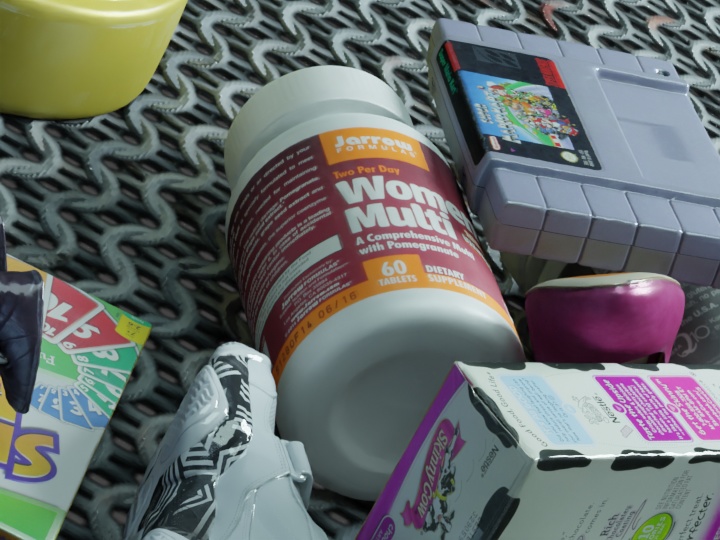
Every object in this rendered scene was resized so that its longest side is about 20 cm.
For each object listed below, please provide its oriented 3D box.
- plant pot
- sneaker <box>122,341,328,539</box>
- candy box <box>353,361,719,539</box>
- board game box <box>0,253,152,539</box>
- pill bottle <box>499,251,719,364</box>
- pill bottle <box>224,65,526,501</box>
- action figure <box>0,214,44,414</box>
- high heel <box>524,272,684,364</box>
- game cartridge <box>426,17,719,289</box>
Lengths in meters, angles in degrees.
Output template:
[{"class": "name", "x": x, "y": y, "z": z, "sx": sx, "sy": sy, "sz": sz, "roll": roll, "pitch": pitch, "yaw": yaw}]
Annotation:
[{"class": "plant pot", "x": -0.157, "y": -0.205, "z": 1.400, "sx": 0.200, "sy": 0.189, "sz": 0.201, "roll": 21, "pitch": 29, "yaw": -12}, {"class": "sneaker", "x": -0.032, "y": 0.114, "z": 1.118, "sx": 0.115, "sy": 0.075, "sz": 0.200, "roll": 25, "pitch": 34, "yaw": -8}, {"class": "candy box", "x": 0.095, "y": 0.105, "z": 1.178, "sx": 0.200, "sy": 0.137, "sz": 0.061, "roll": 2, "pitch": 37, "yaw": -41}, {"class": "board game box", "x": -0.149, "y": 0.055, "z": 1.155, "sx": 0.095, "sy": 0.030, "sz": 0.200, "roll": 26, "pitch": 31, "yaw": -4}, {"class": "pill bottle", "x": 0.151, "y": 0.032, "z": 1.372, "sx": 0.113, "sy": 0.113, "sz": 0.200, "roll": 6, "pitch": 36, "yaw": -37}, {"class": "pill bottle", "x": 0.000, "y": 0.000, "z": 1.290, "sx": 0.109, "sy": 0.110, "sz": 0.200, "roll": 15, "pitch": 32, "yaw": -24}, {"class": "action figure", "x": -0.219, "y": 0.006, "z": 1.080, "sx": 0.200, "sy": 0.070, "sz": 0.130, "roll": 6, "pitch": 11, "yaw": -28}, {"class": "high heel", "x": 0.099, "y": 0.058, "z": 1.219, "sx": 0.067, "sy": 0.200, "sz": 0.096, "roll": -2, "pitch": 79, "yaw": -4}, {"class": "game cartridge", "x": 0.103, "y": -0.058, "z": 1.343, "sx": 0.129, "sy": 0.038, "sz": 0.200, "roll": 13, "pitch": 25, "yaw": -15}]
